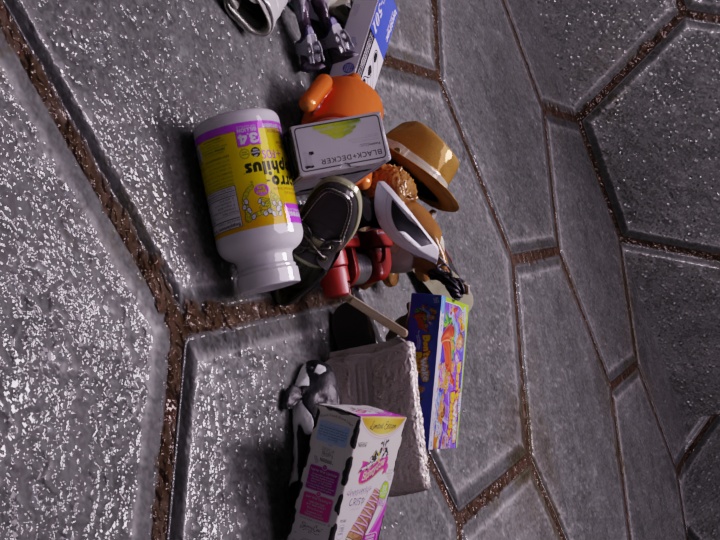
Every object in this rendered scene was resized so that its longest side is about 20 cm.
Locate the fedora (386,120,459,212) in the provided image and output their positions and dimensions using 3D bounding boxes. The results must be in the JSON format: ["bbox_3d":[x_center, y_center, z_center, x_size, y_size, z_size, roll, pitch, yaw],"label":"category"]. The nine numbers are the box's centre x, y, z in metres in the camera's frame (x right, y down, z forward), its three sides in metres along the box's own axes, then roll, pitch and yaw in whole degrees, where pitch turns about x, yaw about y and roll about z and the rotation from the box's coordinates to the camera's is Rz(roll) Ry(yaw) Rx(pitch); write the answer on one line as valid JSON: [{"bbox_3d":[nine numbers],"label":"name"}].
[{"bbox_3d":[0.090,-0.175,1.749,0.082,0.200,0.201,-52,140,-6],"label":"fedora"}]

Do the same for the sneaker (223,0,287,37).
[{"bbox_3d":[-0.154,-0.407,1.467,0.116,0.073,0.201,-80,148,-50],"label":"sneaker"}]

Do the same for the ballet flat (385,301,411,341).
[{"bbox_3d":[0.062,0.113,1.571,0.201,0.066,0.069,-60,150,-49],"label":"ballet flat"}]

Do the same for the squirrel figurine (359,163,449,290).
[{"bbox_3d":[0.062,-0.078,1.697,0.187,0.140,0.202,-43,118,-71],"label":"squirrel figurine"}]

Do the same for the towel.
[{"bbox_3d":[0.017,0.191,1.430,0.034,0.131,0.202,35,45,-62],"label":"towel"}]

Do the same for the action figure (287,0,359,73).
[{"bbox_3d":[-0.073,-0.393,1.610,0.129,0.069,0.202,-25,104,-22],"label":"action figure"}]

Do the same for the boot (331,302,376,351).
[{"bbox_3d":[0.004,0.146,1.515,0.076,0.073,0.202,57,25,-56],"label":"boot"}]

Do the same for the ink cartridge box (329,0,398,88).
[{"bbox_3d":[0.004,-0.342,1.724,0.094,0.044,0.202,57,47,-64],"label":"ink cartridge box"}]

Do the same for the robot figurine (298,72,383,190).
[{"bbox_3d":[-0.031,-0.194,1.573,0.201,0.115,0.145,-80,180,-46],"label":"robot figurine"}]

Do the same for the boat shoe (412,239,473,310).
[{"bbox_3d":[0.117,-0.012,1.876,0.202,0.073,0.063,57,-8,-17],"label":"boat shoe"}]

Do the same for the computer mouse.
[{"bbox_3d":[0.071,-0.038,1.512,0.200,0.044,0.110,49,2,-26],"label":"computer mouse"}]

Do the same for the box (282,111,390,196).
[{"bbox_3d":[-0.045,-0.139,1.382,0.200,0.115,0.061,163,-85,-77],"label":"box"}]

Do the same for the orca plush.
[{"bbox_3d":[-0.046,0.189,1.361,0.106,0.070,0.201,62,26,-28],"label":"orca plush"}]

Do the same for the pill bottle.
[{"bbox_3d":[-0.125,-0.078,1.298,0.104,0.103,0.203,-2,78,-66],"label":"pill bottle"}]

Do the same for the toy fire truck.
[{"bbox_3d":[0.000,0.000,1.507,0.176,0.127,0.203,-1,78,-67],"label":"toy fire truck"}]

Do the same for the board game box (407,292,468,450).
[{"bbox_3d":[0.101,0.139,1.520,0.134,0.044,0.203,18,76,-68],"label":"board game box"}]

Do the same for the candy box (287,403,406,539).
[{"bbox_3d":[-0.018,0.260,1.303,0.136,0.060,0.203,14,87,-64],"label":"candy box"}]

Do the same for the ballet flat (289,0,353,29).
[{"bbox_3d":[-0.053,-0.411,1.709,0.200,0.072,0.074,32,48,-58],"label":"ballet flat"}]

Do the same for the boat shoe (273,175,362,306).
[{"bbox_3d":[-0.055,-0.028,1.356,0.071,0.201,0.066,27,45,-4],"label":"boat shoe"}]
